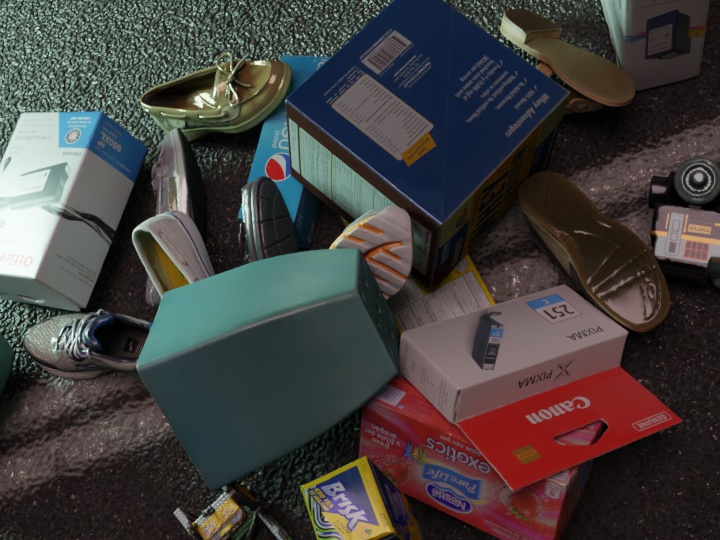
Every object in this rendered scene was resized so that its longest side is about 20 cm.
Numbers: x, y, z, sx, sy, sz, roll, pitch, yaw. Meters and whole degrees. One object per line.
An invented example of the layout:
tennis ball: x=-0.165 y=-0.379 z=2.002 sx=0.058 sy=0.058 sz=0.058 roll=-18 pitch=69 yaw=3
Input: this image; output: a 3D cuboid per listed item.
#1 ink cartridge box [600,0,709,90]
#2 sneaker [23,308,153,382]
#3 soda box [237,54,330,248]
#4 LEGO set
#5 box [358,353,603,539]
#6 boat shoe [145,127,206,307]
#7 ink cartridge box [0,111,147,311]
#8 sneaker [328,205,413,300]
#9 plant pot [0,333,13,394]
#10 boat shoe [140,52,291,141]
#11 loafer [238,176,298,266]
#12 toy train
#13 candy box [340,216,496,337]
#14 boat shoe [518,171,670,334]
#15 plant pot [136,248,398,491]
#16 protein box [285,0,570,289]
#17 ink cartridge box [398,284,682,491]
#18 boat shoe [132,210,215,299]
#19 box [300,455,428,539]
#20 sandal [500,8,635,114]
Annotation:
ink cartridge box: x=0.290 y=-0.299 z=1.096 sx=0.086 sy=0.201 sz=0.148 roll=-10 pitch=64 yaw=7
sneaker: x=-0.276 y=0.071 z=1.157 sx=0.196 sy=0.085 sz=0.078 roll=2 pitch=68 yaw=17
soda box: x=-0.070 y=-0.132 z=1.198 sx=0.067 sy=0.064 sz=0.203 roll=7 pitch=69 yaw=18
LEGO set: x=-0.136 y=0.285 z=1.010 sx=0.199 sy=0.116 sz=0.155 roll=-36 pitch=63 yaw=-1
box: x=0.106 y=0.158 z=0.992 sx=0.197 sy=0.096 sz=0.103 roll=21 pitch=38 yaw=22
boat shoe: x=-0.207 y=-0.060 z=1.202 sx=0.064 sy=0.075 sz=0.206 roll=-8 pitch=72 yaw=7
ink cartridge box: x=-0.342 y=-0.069 z=1.217 sx=0.143 sy=0.084 sz=0.203 roll=4 pitch=68 yaw=35
sneaker: x=0.000 y=0.000 z=1.062 sx=0.077 sy=0.201 sz=0.078 roll=27 pitch=46 yaw=-4
plant pot: x=-0.463 y=0.099 z=1.143 sx=0.199 sy=0.202 sz=0.161 roll=33 pitch=66 yaw=25
boat shoe: x=-0.162 y=-0.193 z=1.212 sx=0.198 sy=0.062 sz=0.074 roll=-15 pitch=56 yaw=36
loafer: x=-0.097 y=0.009 z=1.112 sx=0.062 sy=0.072 sz=0.204 roll=-12 pitch=94 yaw=28
toy train: x=0.365 y=-0.036 z=1.035 sx=0.196 sy=0.085 sz=0.116 roll=10 pitch=83 yaw=17
candy box: x=0.061 y=-0.004 z=1.130 sx=0.101 sy=0.026 sz=0.202 roll=-29 pitch=63 yaw=5
boat shoe: x=0.227 y=-0.013 z=1.065 sx=0.071 sy=0.066 sz=0.202 roll=-35 pitch=59 yaw=-6
plant pot: x=-0.070 y=0.073 z=0.987 sx=0.197 sy=0.143 sz=0.142 roll=-22 pitch=24 yaw=12
protein box: x=0.063 y=-0.135 z=1.088 sx=0.199 sy=0.135 sz=0.199 roll=39 pitch=69 yaw=17
ink cartridge box: x=0.160 y=0.094 z=0.969 sx=0.197 sy=0.045 sz=0.176 roll=-14 pitch=37 yaw=-28
boat shoe: x=-0.172 y=0.040 z=1.096 sx=0.074 sy=0.086 sz=0.205 roll=-24 pitch=91 yaw=34
box: x=0.013 y=0.227 z=0.948 sx=0.063 sy=0.200 sz=0.071 roll=-25 pitch=63 yaw=4
sandal: x=0.212 y=-0.200 z=1.157 sx=0.076 sy=0.071 sz=0.212 roll=-9 pitch=40 yaw=-26
